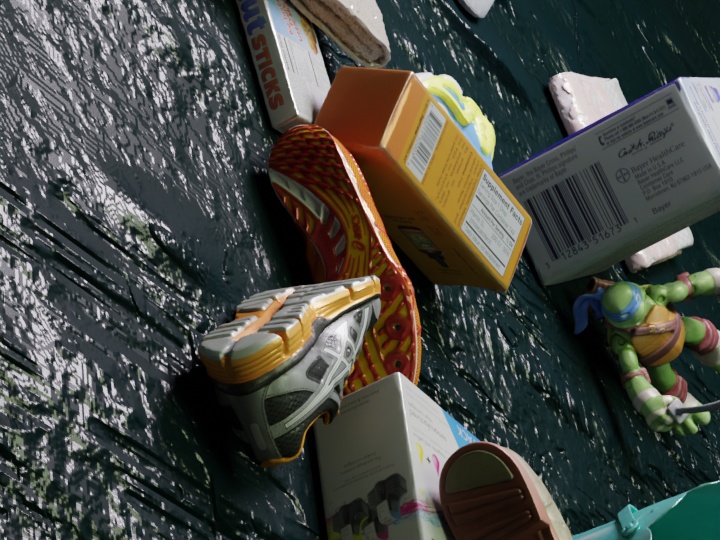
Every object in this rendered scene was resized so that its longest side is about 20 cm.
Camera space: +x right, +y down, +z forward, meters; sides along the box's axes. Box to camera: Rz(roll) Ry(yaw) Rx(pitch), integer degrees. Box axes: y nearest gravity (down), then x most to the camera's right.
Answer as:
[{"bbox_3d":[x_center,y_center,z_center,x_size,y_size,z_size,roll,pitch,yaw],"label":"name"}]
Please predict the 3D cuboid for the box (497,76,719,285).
[{"bbox_3d":[0.240,-0.079,1.899,0.105,0.183,0.200,65,21,6],"label":"box"}]

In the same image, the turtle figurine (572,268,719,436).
[{"bbox_3d":[0.289,0.074,1.877,0.194,0.199,0.145,43,44,-60],"label":"turtle figurine"}]

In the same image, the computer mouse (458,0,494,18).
[{"bbox_3d":[0.099,-0.317,2.025,0.110,0.044,0.201,39,33,-49],"label":"computer mouse"}]

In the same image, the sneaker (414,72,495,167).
[{"bbox_3d":[0.064,-0.079,1.643,0.200,0.075,0.106,14,54,-64],"label":"sneaker"}]

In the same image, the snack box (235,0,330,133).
[{"bbox_3d":[-0.060,-0.180,1.539,0.072,0.024,0.201,24,45,-58],"label":"snack box"}]

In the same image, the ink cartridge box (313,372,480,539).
[{"bbox_3d":[0.037,0.178,1.311,0.115,0.068,0.201,40,33,-46],"label":"ink cartridge box"}]

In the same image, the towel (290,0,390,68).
[{"bbox_3d":[-0.041,-0.239,1.567,0.200,0.034,0.133,38,34,-54],"label":"towel"}]

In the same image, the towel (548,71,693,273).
[{"bbox_3d":[0.256,-0.099,2.164,0.201,0.032,0.191,66,22,5],"label":"towel"}]

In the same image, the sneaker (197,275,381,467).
[{"bbox_3d":[-0.036,0.053,1.288,0.200,0.078,0.078,-34,111,-65],"label":"sneaker"}]

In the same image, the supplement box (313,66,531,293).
[{"bbox_3d":[0.045,-0.060,1.544,0.200,0.066,0.069,49,57,-47],"label":"supplement box"}]

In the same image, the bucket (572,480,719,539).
[{"bbox_3d":[0.211,0.247,1.458,0.206,0.134,0.209,14,67,-36],"label":"bucket"}]

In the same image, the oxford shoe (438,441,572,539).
[{"bbox_3d":[0.112,0.192,1.282,0.074,0.070,0.201,8,61,-67],"label":"oxford shoe"}]

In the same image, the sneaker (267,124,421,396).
[{"bbox_3d":[0.000,0.000,1.421,0.077,0.073,0.201,36,36,-67],"label":"sneaker"}]
